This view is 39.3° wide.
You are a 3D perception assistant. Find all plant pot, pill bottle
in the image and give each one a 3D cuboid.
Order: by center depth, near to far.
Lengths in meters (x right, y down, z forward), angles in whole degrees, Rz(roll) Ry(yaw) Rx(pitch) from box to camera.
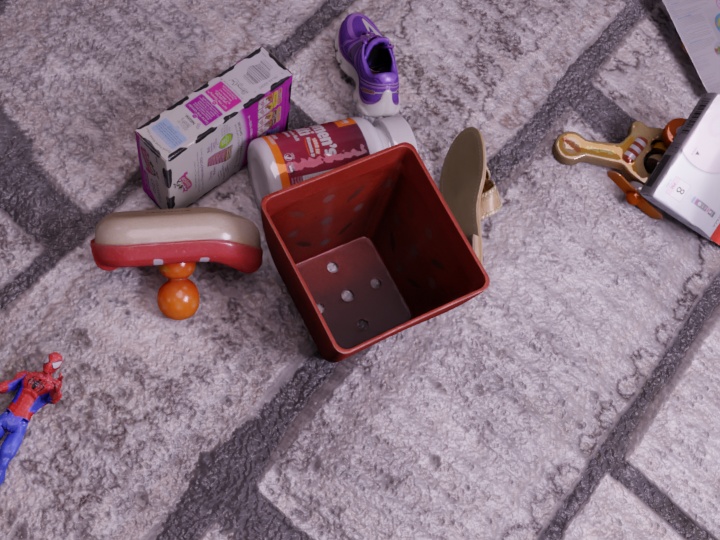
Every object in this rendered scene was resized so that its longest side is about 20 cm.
[{"bbox_3d":[0.000,0.000,1.196,0.200,0.176,0.200,-23,76,-20],"label":"plant pot"},{"bbox_3d":[-0.034,-0.133,1.279,0.200,0.110,0.110,-15,72,-17],"label":"pill bottle"}]

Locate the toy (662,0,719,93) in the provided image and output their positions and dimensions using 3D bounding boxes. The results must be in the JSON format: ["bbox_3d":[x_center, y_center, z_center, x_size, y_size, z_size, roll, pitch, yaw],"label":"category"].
[{"bbox_3d":[0.523,-0.348,1.524,0.115,0.047,0.200,-19,77,-22],"label":"toy"}]

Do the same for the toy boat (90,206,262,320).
[{"bbox_3d":[-0.216,-0.006,1.198,0.200,0.131,0.131,-4,100,-13],"label":"toy boat"}]

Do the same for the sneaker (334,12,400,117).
[{"bbox_3d":[0.020,-0.291,1.352,0.081,0.083,0.200,-4,46,-16],"label":"sneaker"}]

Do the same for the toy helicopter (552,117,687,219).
[{"bbox_3d":[0.367,-0.149,1.407,0.200,0.079,0.132,10,75,3],"label":"toy helicopter"}]

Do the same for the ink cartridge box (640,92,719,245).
[{"bbox_3d":[0.505,-0.121,1.367,0.200,0.057,0.163,31,95,-9],"label":"ink cartridge box"}]

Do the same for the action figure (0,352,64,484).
[{"bbox_3d":[-0.382,0.166,1.092,0.065,0.099,0.200,28,63,-1],"label":"action figure"}]

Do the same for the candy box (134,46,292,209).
[{"bbox_3d":[-0.179,-0.170,1.246,0.061,0.136,0.200,44,65,14],"label":"candy box"}]

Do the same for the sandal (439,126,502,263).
[{"bbox_3d":[0.154,-0.079,1.335,0.070,0.078,0.212,18,69,-39],"label":"sandal"}]
